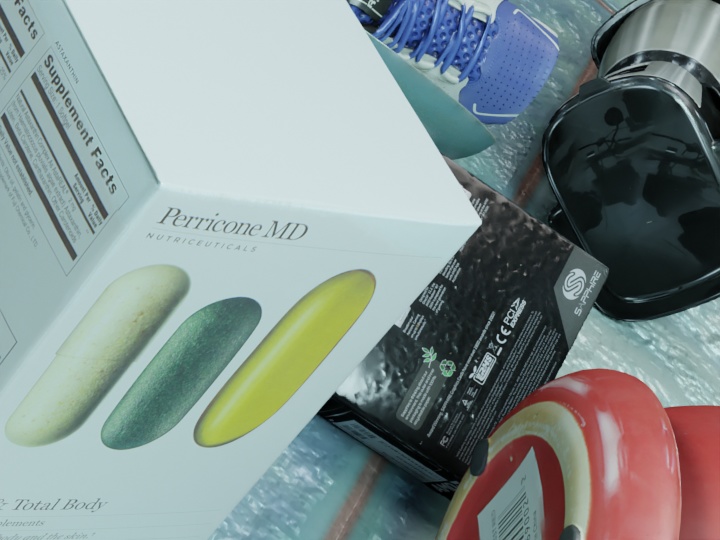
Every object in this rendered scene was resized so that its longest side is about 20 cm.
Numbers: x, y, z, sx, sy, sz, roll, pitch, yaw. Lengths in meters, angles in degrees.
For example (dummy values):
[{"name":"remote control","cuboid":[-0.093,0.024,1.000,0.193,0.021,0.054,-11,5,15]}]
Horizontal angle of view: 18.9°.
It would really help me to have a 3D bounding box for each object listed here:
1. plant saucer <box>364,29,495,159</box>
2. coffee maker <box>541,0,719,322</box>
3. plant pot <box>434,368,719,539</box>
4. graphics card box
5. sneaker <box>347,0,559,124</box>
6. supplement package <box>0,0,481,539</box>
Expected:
[{"name":"plant saucer","cuboid":[-0.025,-0.108,1.032,0.200,0.027,0.200,35,0,0]},{"name":"coffee maker","cuboid":[0.199,-0.056,1.248,0.192,0.135,0.200,40,30,-3]},{"name":"plant pot","cuboid":[0.127,0.146,0.845,0.182,0.201,0.201,19,35,-17]},{"name":"graphics card box","cuboid":[0.000,0.000,0.962,0.199,0.051,0.126,32,72,-12]},{"name":"sneaker","cuboid":[0.015,-0.136,1.156,0.199,0.081,0.115,26,3,-14]},{"name":"supplement package","cuboid":[-0.095,-0.011,0.779,0.151,0.200,0.151,5,45,-45]}]
